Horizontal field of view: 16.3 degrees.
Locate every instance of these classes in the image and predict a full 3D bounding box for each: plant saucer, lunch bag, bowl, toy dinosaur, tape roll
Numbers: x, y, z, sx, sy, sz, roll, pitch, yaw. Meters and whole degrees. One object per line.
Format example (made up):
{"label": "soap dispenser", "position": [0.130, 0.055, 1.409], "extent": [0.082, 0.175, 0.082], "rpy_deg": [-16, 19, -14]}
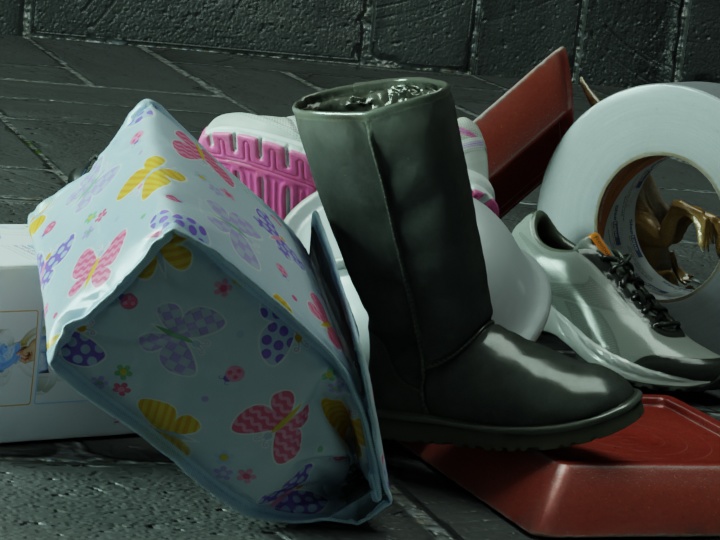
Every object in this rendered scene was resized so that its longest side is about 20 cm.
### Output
{"label": "plant saucer", "position": [0.089, -0.065, 1.871], "extent": [0.037, 0.200, 0.200], "rpy_deg": [48, -3, 11]}
{"label": "plant saucer", "position": [0.146, 0.106, 1.448], "extent": [0.198, 0.037, 0.199], "rpy_deg": [1, 11, -23]}
{"label": "lunch bag", "position": [-0.066, 0.029, 1.329], "extent": [0.200, 0.127, 0.170], "rpy_deg": [43, 12, -25]}
{"label": "bowl", "position": [0.008, 0.004, 1.516], "extent": [0.199, 0.091, 0.202], "rpy_deg": [-15, 31, 9]}
{"label": "toy dinosaur", "position": [0.214, -0.039, 1.868], "extent": [0.105, 0.202, 0.060], "rpy_deg": [3, 25, 29]}
{"label": "tape roll", "position": [0.227, -0.033, 1.795], "extent": [0.199, 0.202, 0.066], "rpy_deg": [13, 11, 30]}

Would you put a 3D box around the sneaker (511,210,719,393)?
{"label": "sneaker", "position": [0.173, 0.025, 1.737], "extent": [0.199, 0.080, 0.074], "rpy_deg": [30, 15, 28]}

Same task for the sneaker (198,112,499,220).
{"label": "sneaker", "position": [-0.006, -0.071, 1.637], "extent": [0.198, 0.082, 0.089], "rpy_deg": [12, 46, -2]}

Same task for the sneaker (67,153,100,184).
{"label": "sneaker", "position": [-0.178, -0.042, 1.916], "extent": [0.110, 0.077, 0.200], "rpy_deg": [14, 7, 6]}

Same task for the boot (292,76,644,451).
{"label": "boot", "position": [0.059, -0.005, 1.373], "extent": [0.180, 0.202, 0.073], "rpy_deg": [-1, 14, 23]}

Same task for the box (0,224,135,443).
{"label": "box", "position": [-0.201, 0.034, 1.429], "extent": [0.199, 0.102, 0.112], "rpy_deg": [-1, 13, -38]}
